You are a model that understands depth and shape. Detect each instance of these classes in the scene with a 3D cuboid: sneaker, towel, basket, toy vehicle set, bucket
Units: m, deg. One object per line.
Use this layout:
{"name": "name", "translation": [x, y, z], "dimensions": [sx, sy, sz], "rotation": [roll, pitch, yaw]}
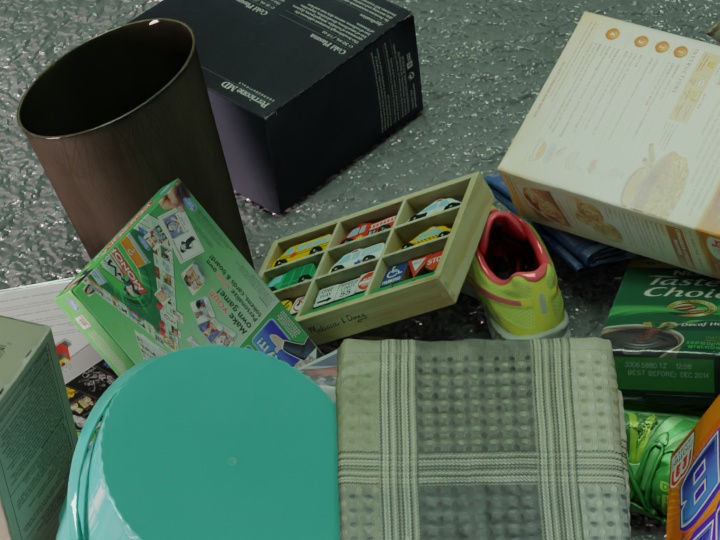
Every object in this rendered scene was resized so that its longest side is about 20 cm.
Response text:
{"name": "sneaker", "translation": [0.103, -0.019, 1.879], "dimensions": [0.078, 0.091, 0.200], "rotation": [-23, 42, -16]}
{"name": "towel", "translation": [0.079, 0.127, 1.572], "dimensions": [0.191, 0.035, 0.201], "rotation": [0, 52, 0]}
{"name": "basket", "translation": [-0.162, -0.063, 1.871], "dimensions": [0.135, 0.201, 0.181], "rotation": [-7, 31, 21]}
{"name": "toy vehicle set", "translation": [0.000, 0.000, 1.855], "dimensions": [0.199, 0.027, 0.125], "rotation": [-18, 32, 32]}
{"name": "towel", "translation": [0.215, -0.061, 1.933], "dimensions": [0.199, 0.024, 0.147], "rotation": [-15, 39, -28]}
{"name": "sneaker", "translation": [0.196, 0.134, 1.697], "dimensions": [0.198, 0.075, 0.084], "rotation": [-10, 36, -3]}
{"name": "bucket", "translation": [-0.100, 0.157, 1.615], "dimensions": [0.205, 0.135, 0.209], "rotation": [9, 53, -12]}

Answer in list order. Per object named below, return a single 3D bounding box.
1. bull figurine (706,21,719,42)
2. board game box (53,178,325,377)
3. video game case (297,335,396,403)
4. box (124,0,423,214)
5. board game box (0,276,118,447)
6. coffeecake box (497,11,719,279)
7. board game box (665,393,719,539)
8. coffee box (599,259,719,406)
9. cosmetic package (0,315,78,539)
{"name": "bull figurine", "translation": [0.296, -0.127, 1.945], "dimensions": [0.065, 0.122, 0.200], "rotation": [-38, 3, 23]}
{"name": "board game box", "translation": [-0.113, 0.052, 1.764], "dimensions": [0.029, 0.200, 0.135], "rotation": [-23, 20, 52]}
{"name": "video game case", "translation": [0.054, 0.079, 1.740], "dimensions": [0.181, 0.023, 0.200], "rotation": [5, 10, 19]}
{"name": "box", "translation": [-0.081, -0.167, 2.070], "dimensions": [0.199, 0.105, 0.182], "rotation": [29, 51, 35]}
{"name": "board game box", "translation": [-0.222, 0.071, 1.804], "dimensions": [0.198, 0.127, 0.035], "rotation": [-9, 1, -3]}
{"name": "coffeecake box", "translation": [0.228, -0.093, 1.829], "dimensions": [0.199, 0.073, 0.154], "rotation": [19, 67, 30]}
{"name": "board game box", "translation": [0.319, 0.159, 1.495], "dimensions": [0.199, 0.200, 0.201], "rotation": [23, 40, -10]}
{"name": "coffee box", "translation": [0.240, 0.043, 1.768], "dimensions": [0.122, 0.044, 0.200], "rotation": [3, 19, 14]}
{"name": "cosmetic package", "translation": [-0.244, 0.137, 1.665], "dimensions": [0.073, 0.201, 0.104], "rotation": [11, 42, 20]}
